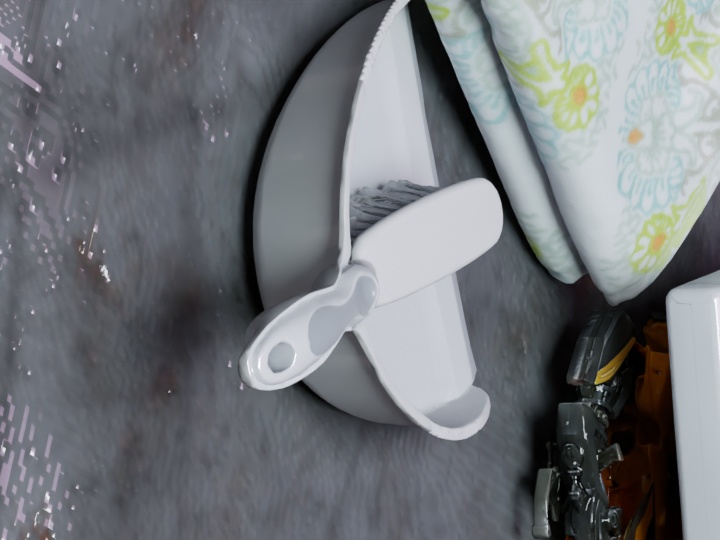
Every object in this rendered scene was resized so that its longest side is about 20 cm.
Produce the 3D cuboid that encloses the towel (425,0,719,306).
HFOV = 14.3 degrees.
[{"bbox_3d":[0.093,-0.110,0.962,0.171,0.048,0.200,-57,142,-27],"label":"towel"}]

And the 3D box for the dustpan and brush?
[{"bbox_3d":[0.000,0.000,0.838,0.200,0.057,0.140,-29,112,-56],"label":"dustpan and brush"}]

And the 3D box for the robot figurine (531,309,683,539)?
[{"bbox_3d":[0.109,0.112,1.006,0.145,0.058,0.200,29,63,-57],"label":"robot figurine"}]

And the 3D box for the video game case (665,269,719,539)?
[{"bbox_3d":[0.159,0.091,1.014,0.182,0.023,0.200,-17,104,-59],"label":"video game case"}]
